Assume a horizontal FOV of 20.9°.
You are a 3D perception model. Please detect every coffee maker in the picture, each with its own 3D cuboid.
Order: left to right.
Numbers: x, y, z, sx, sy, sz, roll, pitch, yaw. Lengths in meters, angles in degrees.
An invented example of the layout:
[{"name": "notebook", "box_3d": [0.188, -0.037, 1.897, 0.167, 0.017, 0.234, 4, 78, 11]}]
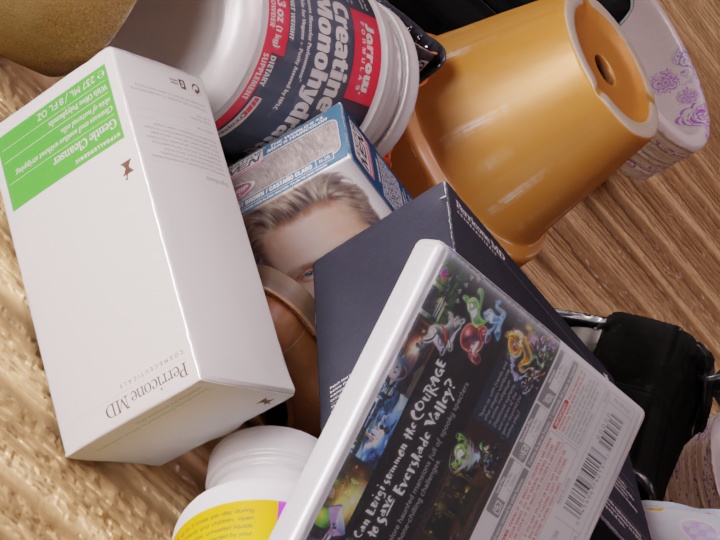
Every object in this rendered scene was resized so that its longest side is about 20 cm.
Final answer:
[{"name": "coffee maker", "box_3d": [0.180, 0.122, 1.356, 0.135, 0.191, 0.200, 68, 26, -22]}]

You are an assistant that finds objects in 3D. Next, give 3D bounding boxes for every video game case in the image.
[{"name": "video game case", "box_3d": [0.049, 0.115, 0.992, 0.182, 0.023, 0.201, 38, 71, -34]}]

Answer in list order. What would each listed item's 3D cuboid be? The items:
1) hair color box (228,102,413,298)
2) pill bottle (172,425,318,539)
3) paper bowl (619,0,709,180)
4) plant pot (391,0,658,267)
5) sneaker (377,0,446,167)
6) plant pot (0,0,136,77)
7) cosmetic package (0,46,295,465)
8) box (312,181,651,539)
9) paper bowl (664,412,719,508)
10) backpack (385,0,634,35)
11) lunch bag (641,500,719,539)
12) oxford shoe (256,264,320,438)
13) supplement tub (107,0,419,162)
[{"name": "hair color box", "box_3d": [0.000, 0.000, 1.231, 0.200, 0.100, 0.061, 51, 18, -35]}, {"name": "pill bottle", "box_3d": [-0.051, 0.180, 1.016, 0.104, 0.104, 0.201, 40, 34, -33]}, {"name": "paper bowl", "box_3d": [0.223, -0.177, 1.773, 0.200, 0.104, 0.201, 39, 35, -34]}, {"name": "plant pot", "box_3d": [0.115, -0.114, 1.471, 0.200, 0.183, 0.201, 39, 35, -34]}, {"name": "sneaker", "box_3d": [0.007, -0.112, 1.367, 0.077, 0.112, 0.201, 25, 45, -47]}, {"name": "plant pot", "box_3d": [-0.229, -0.221, 1.043, 0.199, 0.186, 0.187, 15, 50, -35]}, {"name": "cosmetic package", "box_3d": [-0.122, -0.005, 1.068, 0.085, 0.107, 0.201, 15, 51, -53]}, {"name": "box", "box_3d": [0.071, 0.086, 1.146, 0.200, 0.104, 0.183, 48, 22, -30]}, {"name": "paper bowl", "box_3d": [0.338, 0.211, 1.625, 0.200, 0.104, 0.201, 37, 37, -35]}, {"name": "backpack", "box_3d": [0.113, -0.254, 1.608, 0.200, 0.177, 0.151, 37, 32, -18]}, {"name": "lunch bag", "box_3d": [0.147, 0.243, 1.182, 0.127, 0.199, 0.170, 48, 30, -21]}, {"name": "oxford shoe", "box_3d": [-0.025, 0.086, 1.208, 0.200, 0.071, 0.071, 46, 61, -30]}, {"name": "supplement tub", "box_3d": [-0.066, -0.137, 1.242, 0.200, 0.140, 0.141, 13, 54, -54]}]
